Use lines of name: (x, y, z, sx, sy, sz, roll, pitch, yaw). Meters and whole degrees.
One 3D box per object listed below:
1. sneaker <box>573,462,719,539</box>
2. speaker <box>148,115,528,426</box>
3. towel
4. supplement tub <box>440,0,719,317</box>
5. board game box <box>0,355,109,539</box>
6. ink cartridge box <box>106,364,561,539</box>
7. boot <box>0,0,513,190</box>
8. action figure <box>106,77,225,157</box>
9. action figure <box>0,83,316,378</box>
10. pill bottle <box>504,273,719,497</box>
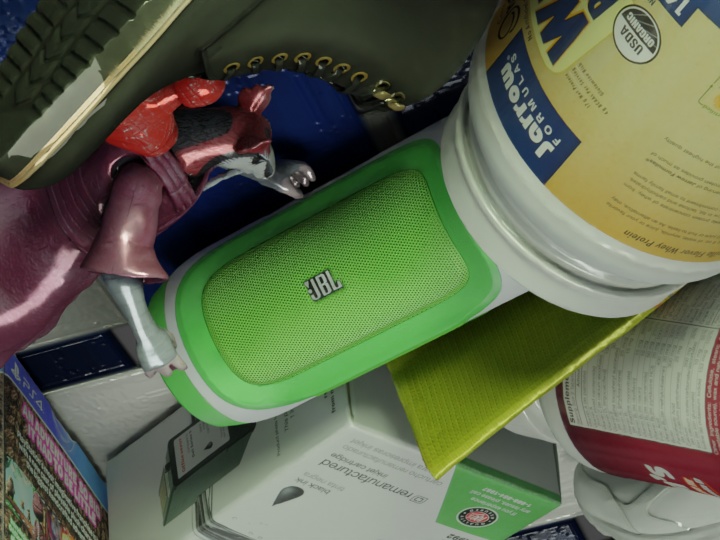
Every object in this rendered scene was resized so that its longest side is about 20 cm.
sneaker: (0.195, 0.095, 1.331, 0.199, 0.078, 0.100, 0, 114, 37)
speaker: (0.000, 0.000, 1.163, 0.199, 0.089, 0.088, -28, 140, 27)
towel: (0.097, 0.006, 1.142, 0.200, 0.086, 0.018, -39, 122, 13)
supplement tub: (0.130, -0.085, 1.013, 0.144, 0.145, 0.200, 12, 140, -25)
board game box: (-0.192, 0.167, 1.268, 0.096, 0.201, 0.160, -12, 144, 10)
ink cartridge box: (-0.017, 0.110, 1.316, 0.146, 0.084, 0.200, 22, 136, -34)
boot: (-0.037, -0.079, 0.956, 0.200, 0.077, 0.138, -48, 122, -5)
action figure: (-0.133, -0.091, 1.044, 0.199, 0.099, 0.065, 0, 155, 32)
action figure: (-0.113, -0.037, 1.107, 0.200, 0.134, 0.149, -34, 108, 32)
pill bottle: (0.149, 0.045, 1.161, 0.109, 0.110, 0.200, 28, 167, -39)
